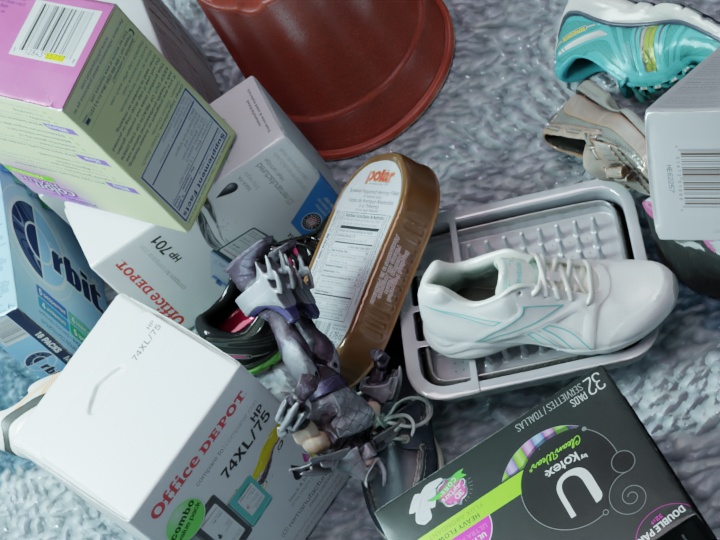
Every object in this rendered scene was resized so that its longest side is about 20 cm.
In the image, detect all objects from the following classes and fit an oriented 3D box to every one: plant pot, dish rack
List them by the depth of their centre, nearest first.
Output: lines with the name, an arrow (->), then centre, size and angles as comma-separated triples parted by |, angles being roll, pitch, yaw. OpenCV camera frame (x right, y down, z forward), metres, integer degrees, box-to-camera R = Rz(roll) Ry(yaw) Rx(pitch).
dish rack -> 0.131, 0.022, 1.589 | 0.199, 0.044, 0.172 | -13, 55, 9
plant pot -> -0.046, -0.233, 1.759 | 0.200, 0.195, 0.202 | -14, 55, 21

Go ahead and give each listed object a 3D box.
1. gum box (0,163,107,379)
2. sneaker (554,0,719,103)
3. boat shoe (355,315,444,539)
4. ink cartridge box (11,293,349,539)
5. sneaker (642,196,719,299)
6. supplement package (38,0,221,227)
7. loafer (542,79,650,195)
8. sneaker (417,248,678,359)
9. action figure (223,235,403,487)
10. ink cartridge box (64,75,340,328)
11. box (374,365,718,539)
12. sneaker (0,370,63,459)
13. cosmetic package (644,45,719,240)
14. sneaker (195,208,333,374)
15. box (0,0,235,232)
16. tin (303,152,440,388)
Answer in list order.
gum box -> -0.281, 0.001, 1.759 | 0.044, 0.170, 0.201 | -25, 53, 14
sneaker -> 0.246, -0.175, 1.657 | 0.199, 0.077, 0.080 | 14, 83, 42
boat shoe -> 0.027, 0.114, 1.591 | 0.074, 0.062, 0.201 | -8, 58, 22
ink cartridge box -> -0.137, 0.145, 1.572 | 0.146, 0.200, 0.147 | 27, 77, 37
sneaker -> 0.312, -0.025, 1.529 | 0.199, 0.081, 0.086 | 21, 50, 38
supplement package -> -0.211, -0.138, 1.819 | 0.151, 0.151, 0.201 | -31, 52, 9
loafer -> 0.199, -0.093, 1.592 | 0.063, 0.072, 0.200 | -39, 22, 3
sneaker -> 0.139, 0.020, 1.514 | 0.199, 0.080, 0.071 | -8, 55, 10
action figure -> -0.032, 0.074, 1.505 | 0.069, 0.130, 0.201 | -35, 78, 28
ink cartridge box -> -0.128, -0.051, 1.723 | 0.200, 0.146, 0.086 | -35, 53, 6
box -> 0.140, 0.197, 1.440 | 0.200, 0.124, 0.149 | -34, 50, 5
sneaker -> -0.231, 0.101, 1.674 | 0.080, 0.200, 0.074 | 6, 109, 22
cosmetic package -> 0.279, -0.101, 1.496 | 0.074, 0.102, 0.200 | 2, 20, 26
sneaker -> -0.056, 0.007, 1.688 | 0.200, 0.084, 0.077 | -45, 51, -3
box -> -0.229, -0.132, 1.602 | 0.175, 0.200, 0.097 | 14, 70, 33
tin -> 0.000, 0.000, 1.614 | 0.112, 0.042, 0.201 | 10, 75, 55
